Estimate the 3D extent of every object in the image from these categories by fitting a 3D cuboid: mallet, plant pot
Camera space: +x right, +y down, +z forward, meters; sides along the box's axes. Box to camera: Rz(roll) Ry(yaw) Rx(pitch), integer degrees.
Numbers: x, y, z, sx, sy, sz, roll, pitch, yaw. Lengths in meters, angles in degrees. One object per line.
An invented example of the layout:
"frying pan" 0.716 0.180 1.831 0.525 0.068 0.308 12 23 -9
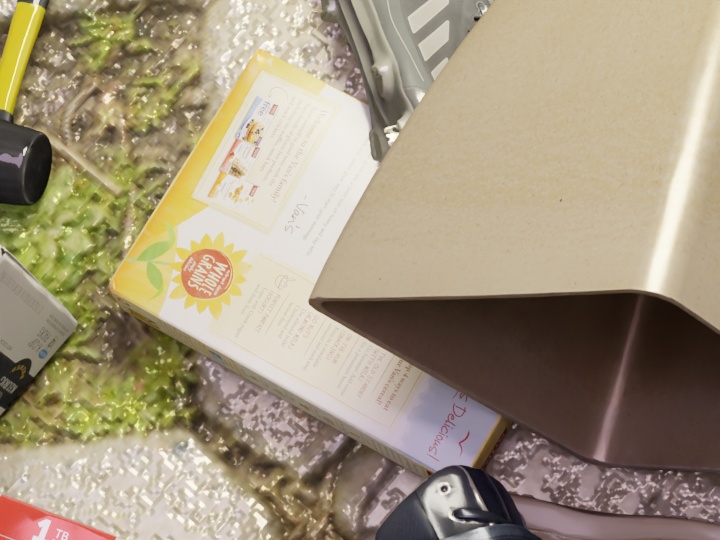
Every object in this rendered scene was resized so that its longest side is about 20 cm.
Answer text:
"mallet" -0.179 -0.128 1.169 0.066 0.041 0.201 3 69 11
"plant pot" 0.132 -0.030 0.978 0.200 0.200 0.178 -3 64 48

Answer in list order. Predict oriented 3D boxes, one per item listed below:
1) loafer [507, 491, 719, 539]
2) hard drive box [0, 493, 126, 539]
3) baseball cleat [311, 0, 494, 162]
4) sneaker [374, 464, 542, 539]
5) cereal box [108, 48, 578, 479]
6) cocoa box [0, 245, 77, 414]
"loafer" 0.116 0.145 1.031 0.199 0.076 0.068 7 76 19
"hard drive box" -0.140 0.218 1.037 0.155 0.077 0.200 18 76 12
"baseball cleat" 0.042 -0.103 1.088 0.106 0.070 0.200 -11 56 -14
"sneaker" 0.092 0.132 0.939 0.202 0.077 0.146 -23 52 17
"cereal box" 0.000 0.000 1.102 0.200 0.040 0.144 29 77 14
"cocoa box" -0.260 0.000 1.087 0.200 0.133 0.131 38 83 16
